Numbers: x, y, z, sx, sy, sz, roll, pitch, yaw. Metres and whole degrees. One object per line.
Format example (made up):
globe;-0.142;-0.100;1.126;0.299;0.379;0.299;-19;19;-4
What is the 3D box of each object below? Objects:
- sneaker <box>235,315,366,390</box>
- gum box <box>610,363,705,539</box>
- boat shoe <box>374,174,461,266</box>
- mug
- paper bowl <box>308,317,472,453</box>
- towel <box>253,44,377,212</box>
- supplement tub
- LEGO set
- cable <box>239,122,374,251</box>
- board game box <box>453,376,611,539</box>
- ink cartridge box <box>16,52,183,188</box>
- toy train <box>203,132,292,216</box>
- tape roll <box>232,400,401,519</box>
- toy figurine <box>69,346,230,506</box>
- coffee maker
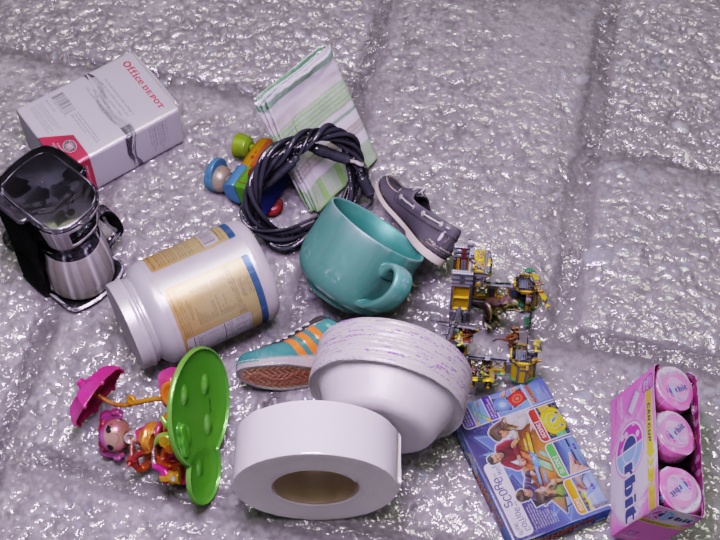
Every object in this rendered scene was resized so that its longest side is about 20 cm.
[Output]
sneaker;-0.071;0.106;1.637;0.199;0.071;0.080;-5;56;-13
gum box;0.365;0.225;1.524;0.066;0.114;0.201;15;56;-12
boat shoe;0.084;-0.084;1.729;0.063;0.073;0.200;-51;39;16
mug;-0.008;-0.007;1.644;0.152;0.185;0.115;34;104;-2
paper bowl;0.033;0.154;1.524;0.200;0.201;0.105;10;56;6
towel;-0.057;-0.201;1.764;0.149;0.200;0.031;-42;35;-23
supplement tub;-0.222;0.034;1.634;0.199;0.145;0.145;-25;60;-15
LEGO set;0.177;0.046;1.627;0.153;0.116;0.200;10;46;11
cable;-0.078;-0.116;1.729;0.199;0.164;0.051;-22;32;-14
board game box;0.212;0.245;1.564;0.135;0.035;0.200;-17;58;-11
ink cartridge box;-0.384;-0.216;1.832;0.200;0.084;0.145;-31;62;-19
toy train;-0.138;-0.180;1.818;0.115;0.085;0.200;16;57;25
tape roll;-0.052;0.230;1.476;0.201;0.203;0.071;0;56;0
toy figurine;-0.278;0.192;1.556;0.183;0.201;0.150;1;12;22
coffee maker;-0.428;-0.062;1.663;0.191;0.200;0.135;14;57;9
